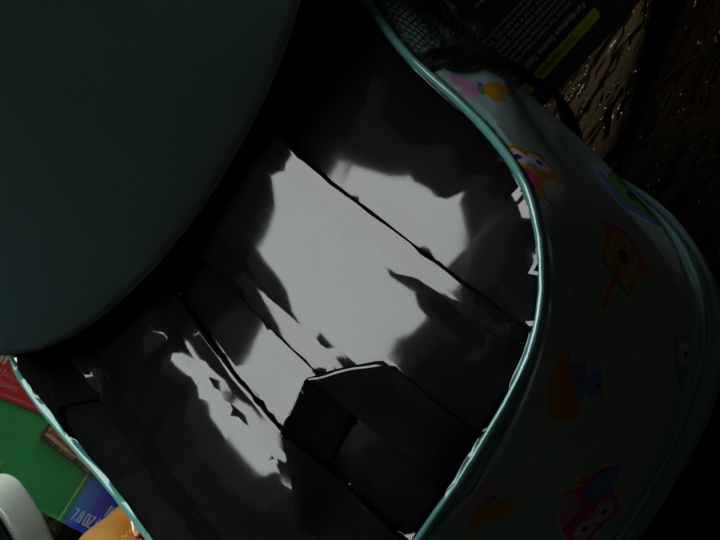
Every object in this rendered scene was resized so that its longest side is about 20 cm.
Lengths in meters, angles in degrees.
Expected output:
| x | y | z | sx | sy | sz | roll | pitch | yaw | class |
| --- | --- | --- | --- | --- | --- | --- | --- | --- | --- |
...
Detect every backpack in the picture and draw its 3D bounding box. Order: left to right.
| x | y | z | sx | sy | sz | roll | pitch | yaw | class |
| --- | --- | --- | --- | --- | --- | --- | --- | --- | --- |
| 0.009 | 0.021 | 0.686 | 0.176 | 0.153 | 0.200 | -54 | 38 | 12 | backpack |

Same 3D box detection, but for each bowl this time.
| x | y | z | sx | sy | sz | roll | pitch | yaw | class |
| --- | --- | --- | --- | --- | --- | --- | --- | --- | --- |
| -0.114 | -0.087 | 0.685 | 0.200 | 0.105 | 0.202 | -28 | 50 | 39 | bowl |

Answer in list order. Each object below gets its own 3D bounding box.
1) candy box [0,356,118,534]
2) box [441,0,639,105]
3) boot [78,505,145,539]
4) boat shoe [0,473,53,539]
| x | y | z | sx | sy | sz | roll | pitch | yaw | class |
| --- | --- | --- | --- | --- | --- | --- | --- | --- | --- |
| -0.123 | -0.009 | 1.010 | 0.201 | 0.168 | 0.077 | -58 | 19 | 8 | candy box |
| 0.011 | -0.119 | 0.836 | 0.200 | 0.160 | 0.044 | -47 | 10 | -27 | box |
| -0.037 | 0.097 | 0.851 | 0.200 | 0.077 | 0.156 | -21 | 37 | 55 | boot |
| -0.114 | 0.171 | 0.795 | 0.076 | 0.060 | 0.201 | -39 | 71 | 59 | boat shoe |
